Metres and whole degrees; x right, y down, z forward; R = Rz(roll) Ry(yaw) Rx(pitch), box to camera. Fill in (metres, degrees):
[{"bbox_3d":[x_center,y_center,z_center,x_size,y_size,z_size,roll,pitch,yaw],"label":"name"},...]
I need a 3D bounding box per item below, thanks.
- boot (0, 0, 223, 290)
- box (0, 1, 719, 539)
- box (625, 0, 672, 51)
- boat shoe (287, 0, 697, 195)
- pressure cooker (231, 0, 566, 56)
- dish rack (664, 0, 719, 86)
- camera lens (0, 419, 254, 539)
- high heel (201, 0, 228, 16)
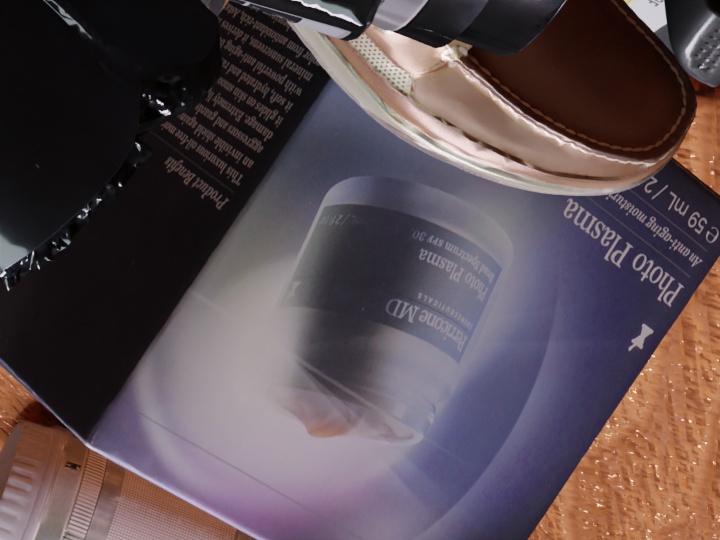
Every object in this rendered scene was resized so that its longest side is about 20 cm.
[{"bbox_3d":[-0.103,-0.114,0.648,0.168,0.201,0.076,44,142,-24],"label":"boot"},{"bbox_3d":[0.000,0.000,0.879,0.200,0.199,0.123,33,-178,-38],"label":"box"},{"bbox_3d":[0.095,-0.110,0.762,0.199,0.049,0.082,23,161,-13],"label":"box"},{"bbox_3d":[0.015,-0.093,0.685,0.200,0.076,0.072,34,155,-8],"label":"boat shoe"},{"bbox_3d":[0.009,-0.145,0.551,0.199,0.177,0.179,20,157,-10],"label":"pressure cooker"},{"bbox_3d":[0.197,-0.079,0.678,0.199,0.055,0.153,21,140,-14],"label":"dish rack"},{"bbox_3d":[-0.176,0.209,1.720,0.199,0.161,0.160,22,161,-12],"label":"camera lens"},{"bbox_3d":[-0.115,-0.121,0.776,0.199,0.143,0.071,2,156,38],"label":"high heel"}]
